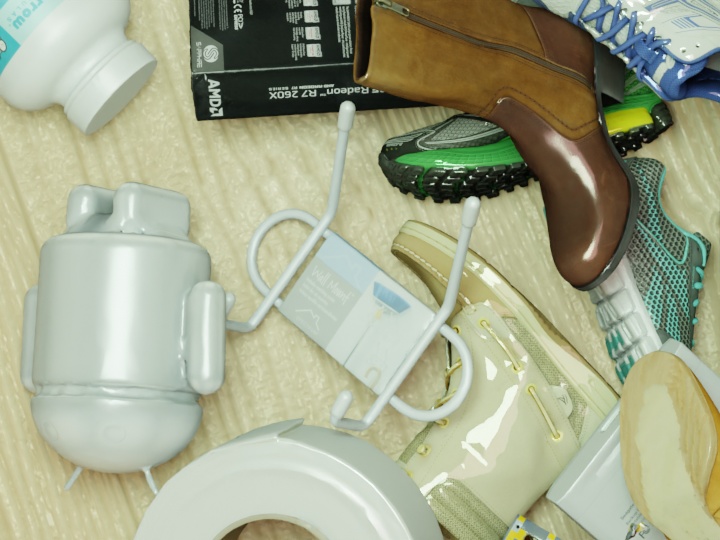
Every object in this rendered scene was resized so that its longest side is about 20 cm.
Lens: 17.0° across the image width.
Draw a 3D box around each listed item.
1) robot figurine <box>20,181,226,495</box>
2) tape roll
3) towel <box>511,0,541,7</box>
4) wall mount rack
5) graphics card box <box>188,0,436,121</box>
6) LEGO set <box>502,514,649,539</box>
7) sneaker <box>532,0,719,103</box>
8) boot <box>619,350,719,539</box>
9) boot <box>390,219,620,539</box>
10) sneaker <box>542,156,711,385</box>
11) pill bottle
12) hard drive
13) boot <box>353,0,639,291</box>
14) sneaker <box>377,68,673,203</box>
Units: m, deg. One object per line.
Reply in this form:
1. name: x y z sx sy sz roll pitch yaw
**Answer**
1. robot figurine: -0.156 0.045 1.575 0.169 0.113 0.201 -1 83 39
2. tape roll: -0.046 0.201 1.553 0.202 0.071 0.203 2 96 15
3. towel: 0.163 -0.215 1.526 0.192 0.200 0.035 20 51 -12
4. wall mount rack: 0.000 0.000 1.562 0.200 0.075 0.174 39 99 28
5. graphics card box: -0.015 -0.164 1.605 0.199 0.051 0.126 -4 51 -3
6. LEGO set: 0.121 0.243 1.529 0.116 0.200 0.154 29 67 11
7. sneaker: 0.186 -0.154 1.504 0.199 0.075 0.088 18 50 -4
8. boot: 0.242 0.151 1.533 0.071 0.144 0.202 -30 65 33
9. boot: 0.059 0.080 1.602 0.200 0.073 0.155 45 86 0
10. sneaker: 0.201 0.012 1.612 0.091 0.078 0.200 -23 90 -12
11. pill bottle: -0.229 -0.183 1.599 0.200 0.111 0.111 43 85 3
12. hard drive: 0.232 0.157 1.581 0.200 0.027 0.132 41 84 -20
13. boot: 0.083 -0.097 1.495 0.200 0.068 0.189 19 68 -36
14. sneaker: 0.104 -0.102 1.625 0.199 0.078 0.085 -17 78 -12
